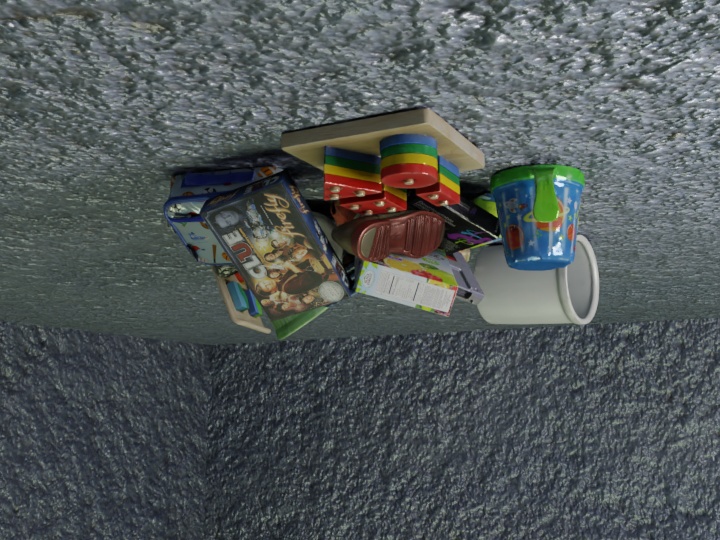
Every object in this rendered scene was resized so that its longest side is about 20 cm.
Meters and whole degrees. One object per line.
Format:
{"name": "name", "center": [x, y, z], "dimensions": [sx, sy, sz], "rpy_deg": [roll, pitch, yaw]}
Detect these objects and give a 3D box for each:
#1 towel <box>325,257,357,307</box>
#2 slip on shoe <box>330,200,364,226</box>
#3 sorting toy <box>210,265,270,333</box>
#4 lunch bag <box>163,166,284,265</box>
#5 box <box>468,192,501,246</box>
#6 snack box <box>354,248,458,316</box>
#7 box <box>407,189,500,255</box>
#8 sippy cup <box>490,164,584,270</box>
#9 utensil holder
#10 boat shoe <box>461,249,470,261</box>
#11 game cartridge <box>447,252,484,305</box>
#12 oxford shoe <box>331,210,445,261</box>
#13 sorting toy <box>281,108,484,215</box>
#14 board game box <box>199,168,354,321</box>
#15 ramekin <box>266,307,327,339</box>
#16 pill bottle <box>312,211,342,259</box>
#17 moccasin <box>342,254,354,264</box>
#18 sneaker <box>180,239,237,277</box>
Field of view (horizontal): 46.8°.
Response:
{"name": "towel", "center": [0.000, 0.000, 1.436], "dimensions": [0.111, 0.049, 0.200], "rpy_deg": [-30, -176, 25]}
{"name": "slip on shoe", "center": [-0.014, -0.093, 1.290], "dimensions": [0.061, 0.074, 0.200], "rpy_deg": [35, 176, 0]}
{"name": "sorting toy", "center": [-0.243, 0.026, 1.633], "dimensions": [0.036, 0.201, 0.185], "rpy_deg": [-29, 166, 5]}
{"name": "lunch bag", "center": [-0.182, -0.079, 1.203], "dimensions": [0.198, 0.076, 0.161], "rpy_deg": [-4, 143, 14]}
{"name": "box", "center": [0.197, -0.079, 1.388], "dimensions": [0.121, 0.048, 0.199], "rpy_deg": [5, 169, -27]}
{"name": "snack box", "center": [0.063, -0.002, 1.249], "dimensions": [0.141, 0.054, 0.200], "rpy_deg": [16, -165, -5]}
{"name": "box", "center": [0.110, -0.076, 1.307], "dimensions": [0.142, 0.036, 0.200], "rpy_deg": [28, 161, -20]}
{"name": "sippy cup", "center": [0.255, -0.070, 1.195], "dimensions": [0.139, 0.132, 0.177], "rpy_deg": [-8, 168, 41]}
{"name": "utensil holder", "center": [0.343, 0.022, 1.632], "dimensions": [0.198, 0.172, 0.169], "rpy_deg": [-4, 170, 36]}
{"name": "boat shoe", "center": [0.170, -0.012, 1.689], "dimensions": [0.068, 0.076, 0.200], "rpy_deg": [4, 171, -6]}
{"name": "game cartridge", "center": [0.118, -0.018, 1.451], "dimensions": [0.199, 0.130, 0.038], "rpy_deg": [20, 124, -32]}
{"name": "oxford shoe", "center": [0.044, -0.059, 1.196], "dimensions": [0.074, 0.071, 0.199], "rpy_deg": [21, -163, 41]}
{"name": "sorting toy", "center": [0.033, -0.126, 1.053], "dimensions": [0.198, 0.071, 0.198], "rpy_deg": [-5, 169, 27]}
{"name": "board game box", "center": [-0.113, -0.029, 1.147], "dimensions": [0.134, 0.035, 0.201], "rpy_deg": [-17, 121, 23]}
{"name": "ramekin", "center": [-0.114, 0.046, 1.724], "dimensions": [0.199, 0.098, 0.200], "rpy_deg": [-35, -178, 2]}
{"name": "pill bottle", "center": [-0.092, -0.034, 1.420], "dimensions": [0.115, 0.118, 0.200], "rpy_deg": [1, 177, -4]}
{"name": "moccasin", "center": [0.048, -0.009, 1.716], "dimensions": [0.200, 0.079, 0.073], "rpy_deg": [16, -161, 39]}
{"name": "sneaker", "center": [-0.255, -0.036, 1.482], "dimensions": [0.114, 0.077, 0.198], "rpy_deg": [-35, 156, 32]}
